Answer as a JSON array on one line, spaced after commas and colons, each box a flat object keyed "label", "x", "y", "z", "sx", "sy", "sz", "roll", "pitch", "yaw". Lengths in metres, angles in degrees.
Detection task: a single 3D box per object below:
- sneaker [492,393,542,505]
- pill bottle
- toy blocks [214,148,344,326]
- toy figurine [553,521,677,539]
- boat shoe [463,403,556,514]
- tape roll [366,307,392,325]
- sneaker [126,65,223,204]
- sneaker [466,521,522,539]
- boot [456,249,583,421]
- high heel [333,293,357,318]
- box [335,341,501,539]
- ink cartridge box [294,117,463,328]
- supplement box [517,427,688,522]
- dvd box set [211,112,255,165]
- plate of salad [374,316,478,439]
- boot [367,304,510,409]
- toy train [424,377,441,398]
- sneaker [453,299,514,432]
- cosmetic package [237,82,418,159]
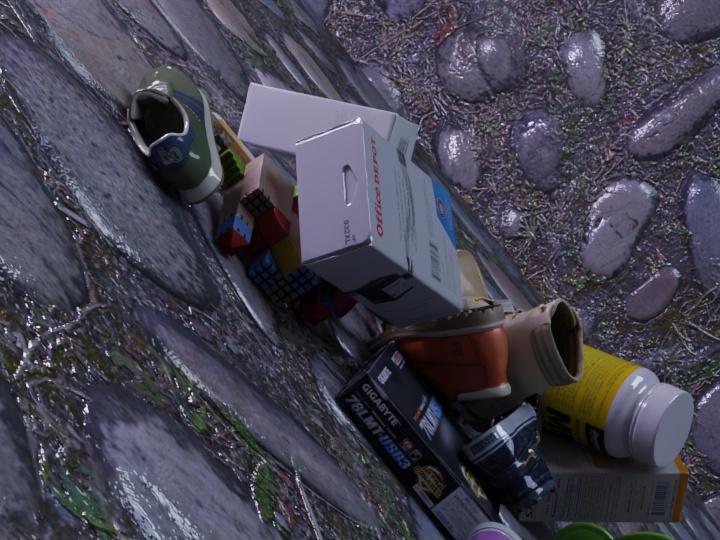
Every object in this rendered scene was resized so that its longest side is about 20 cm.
[{"label": "sneaker", "x": 0.172, "y": 0.196, "z": 1.747, "sx": 0.200, "sy": 0.076, "sz": 0.091, "roll": -76, "pitch": 171, "yaw": -66}, {"label": "pill bottle", "x": 0.286, "y": 0.155, "z": 1.830, "sx": 0.200, "sy": 0.114, "sz": 0.114, "roll": 21, "pitch": -10, "yaw": 35}, {"label": "toy blocks", "x": -0.075, "y": -0.022, "z": 1.565, "sx": 0.200, "sy": 0.100, "sz": 0.137, "roll": 47, "pitch": 23, "yaw": -24}, {"label": "toy figurine", "x": 0.273, "y": 0.362, "z": 1.664, "sx": 0.200, "sy": 0.150, "sz": 0.184, "roll": 32, "pitch": 14, "yaw": 17}, {"label": "boat shoe", "x": 0.164, "y": 0.201, "z": 1.614, "sx": 0.091, "sy": 0.071, "sz": 0.200, "roll": 56, "pitch": 14, "yaw": 7}, {"label": "tape roll", "x": 0.040, "y": -0.037, "z": 1.756, "sx": 0.200, "sy": 0.048, "sz": 0.201, "roll": 35, "pitch": 45, "yaw": -43}, {"label": "sneaker", "x": -0.195, "y": -0.158, "z": 1.526, "sx": 0.090, "sy": 0.067, "sz": 0.200, "roll": 49, "pitch": 12, "yaw": -45}, {"label": "sneaker", "x": 0.172, "y": 0.335, "z": 1.439, "sx": 0.200, "sy": 0.073, "sz": 0.114, "roll": 39, "pitch": 16, "yaw": -10}, {"label": "boot", "x": 0.164, "y": 0.051, "z": 1.696, "sx": 0.073, "sy": 0.155, "sz": 0.200, "roll": 7, "pitch": 64, "yaw": -42}, {"label": "high heel", "x": 0.000, "y": 0.000, "z": 1.747, "sx": 0.067, "sy": 0.096, "sz": 0.200, "roll": 53, "pitch": 10, "yaw": 7}, {"label": "box", "x": 0.066, "y": 0.175, "z": 1.575, "sx": 0.199, "sy": 0.050, "sz": 0.200, "roll": 53, "pitch": 9, "yaw": 1}, {"label": "ink cartridge box", "x": 0.020, "y": -0.045, "z": 1.582, "sx": 0.200, "sy": 0.084, "sz": 0.145, "roll": 35, "pitch": 44, "yaw": -53}, {"label": "supplement box", "x": 0.280, "y": 0.244, "z": 1.862, "sx": 0.126, "sy": 0.200, "sz": 0.074, "roll": -104, "pitch": -163, "yaw": -66}, {"label": "dvd box set", "x": -0.108, "y": -0.090, "z": 1.724, "sx": 0.200, "sy": 0.029, "sz": 0.146, "roll": 51, "pitch": 1, "yaw": -3}, {"label": "plate of salad", "x": 0.087, "y": 0.118, "z": 1.858, "sx": 0.200, "sy": 0.048, "sz": 0.200, "roll": 49, "pitch": 10, "yaw": -12}, {"label": "boot", "x": 0.085, "y": 0.102, "z": 1.682, "sx": 0.075, "sy": 0.200, "sz": 0.107, "roll": -16, "pitch": 93, "yaw": -39}, {"label": "toy train", "x": 0.089, "y": 0.073, "z": 1.802, "sx": 0.034, "sy": 0.046, "sz": 0.200, "roll": 38, "pitch": 34, "yaw": -28}, {"label": "sneaker", "x": 0.148, "y": 0.108, "z": 1.848, "sx": 0.081, "sy": 0.076, "sz": 0.200, "roll": 62, "pitch": 32, "yaw": -24}, {"label": "cosmetic package", "x": -0.040, "y": -0.173, "z": 1.931, "sx": 0.200, "sy": 0.081, "sz": 0.113, "roll": 15, "pitch": 1, "yaw": 17}]
